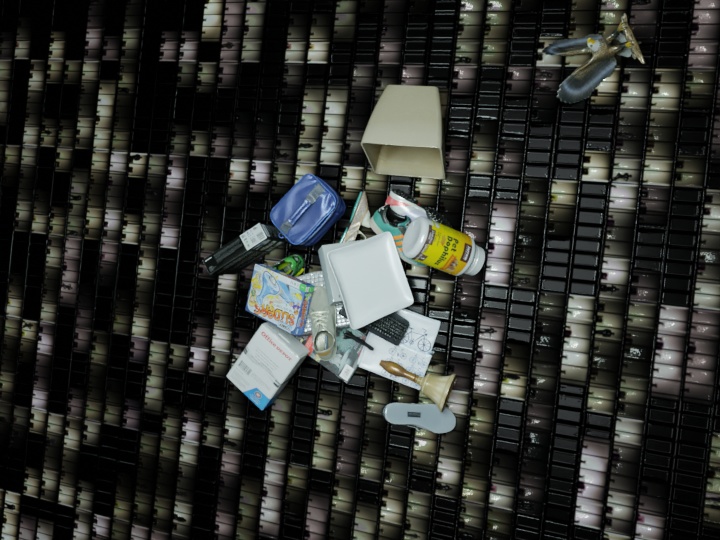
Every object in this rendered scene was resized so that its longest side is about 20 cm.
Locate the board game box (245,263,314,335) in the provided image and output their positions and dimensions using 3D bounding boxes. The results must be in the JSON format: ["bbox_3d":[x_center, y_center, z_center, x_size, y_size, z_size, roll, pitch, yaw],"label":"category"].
[{"bbox_3d":[-0.220,0.074,1.397,0.199,0.034,0.137,19,100,34],"label":"board game box"}]

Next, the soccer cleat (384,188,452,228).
[{"bbox_3d":[0.154,-0.142,1.400,0.199,0.068,0.074,33,116,11],"label":"soccer cleat"}]

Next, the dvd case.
[{"bbox_3d":[-0.080,0.200,1.468,0.199,0.022,0.147,32,97,14],"label":"dvd case"}]

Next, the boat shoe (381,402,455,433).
[{"bbox_3d":[0.152,0.388,1.383,0.197,0.068,0.075,5,79,-10],"label":"boat shoe"}]

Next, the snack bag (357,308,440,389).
[{"bbox_3d":[0.108,0.199,1.410,0.187,0.021,0.202,21,95,7],"label":"snack bag"}]

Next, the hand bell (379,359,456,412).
[{"bbox_3d":[0.140,0.283,1.368,0.198,0.104,0.105,21,94,17],"label":"hand bell"}]

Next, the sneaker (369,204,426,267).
[{"bbox_3d":[0.117,-0.091,1.371,0.199,0.072,0.080,39,133,-4],"label":"sneaker"}]

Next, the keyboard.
[{"bbox_3d":[0.027,0.146,1.352,0.199,0.021,0.128,31,92,-24],"label":"keyboard"}]

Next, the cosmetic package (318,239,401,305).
[{"bbox_3d":[0.000,0.000,1.377,0.198,0.052,0.152,-8,75,-20],"label":"cosmetic package"}]

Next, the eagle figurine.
[{"bbox_3d":[0.569,-0.530,1.281,0.199,0.151,0.153,-25,38,41],"label":"eagle figurine"}]

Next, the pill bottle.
[{"bbox_3d":[0.214,-0.055,1.321,0.198,0.109,0.110,19,94,-20],"label":"pill bottle"}]

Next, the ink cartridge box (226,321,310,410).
[{"bbox_3d":[-0.260,0.264,1.469,0.146,0.086,0.201,40,104,11],"label":"ink cartridge box"}]

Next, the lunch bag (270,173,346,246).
[{"bbox_3d":[-0.152,-0.161,1.434,0.136,0.132,0.200,45,99,11],"label":"lunch bag"}]

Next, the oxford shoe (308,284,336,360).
[{"bbox_3d":[-0.099,0.130,1.341,0.074,0.058,0.202,-11,69,8],"label":"oxford shoe"}]

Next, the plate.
[{"bbox_3d":[0.023,0.023,1.317,0.198,0.032,0.202,-21,92,-29],"label":"plate"}]

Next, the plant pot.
[{"bbox_3d":[0.129,-0.363,1.346,0.198,0.200,0.179,8,80,14],"label":"plant pot"}]

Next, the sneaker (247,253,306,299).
[{"bbox_3d":[-0.250,0.021,1.481,0.200,0.085,0.078,-42,80,11],"label":"sneaker"}]

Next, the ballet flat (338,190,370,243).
[{"bbox_3d":[-0.008,-0.118,1.441,0.067,0.068,0.202,23,100,-6],"label":"ballet flat"}]

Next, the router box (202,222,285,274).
[{"bbox_3d":[-0.322,-0.057,1.467,0.199,0.149,0.051,-31,83,11],"label":"router box"}]

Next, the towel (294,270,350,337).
[{"bbox_3d":[-0.094,0.086,1.428,0.198,0.086,0.167,-10,73,4],"label":"towel"}]
